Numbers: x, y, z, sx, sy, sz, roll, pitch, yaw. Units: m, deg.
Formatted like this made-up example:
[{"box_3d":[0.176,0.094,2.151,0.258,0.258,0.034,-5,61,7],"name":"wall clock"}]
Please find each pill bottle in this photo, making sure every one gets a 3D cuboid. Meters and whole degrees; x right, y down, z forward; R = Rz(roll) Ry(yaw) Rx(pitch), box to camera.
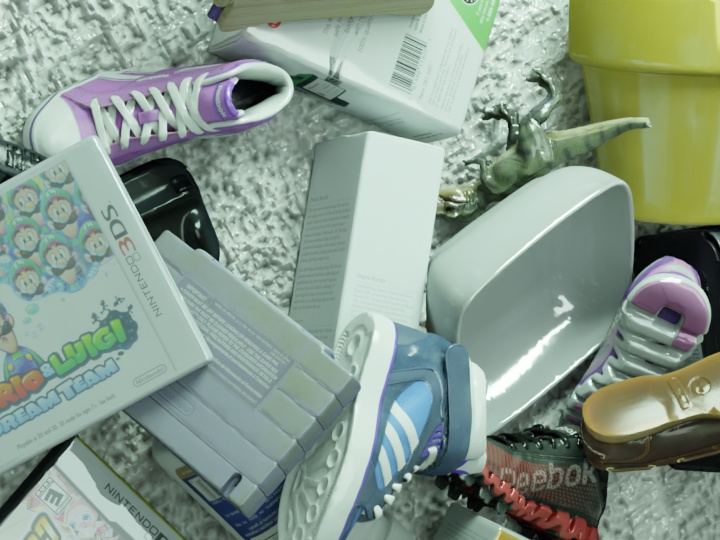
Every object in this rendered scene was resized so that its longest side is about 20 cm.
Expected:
[{"box_3d":[-0.053,0.165,1.637,0.200,0.111,0.111,46,70,-17],"name":"pill bottle"}]

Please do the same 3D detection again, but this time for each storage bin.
[{"box_3d":[0.309,0.061,1.805,0.093,0.135,0.201,-10,92,-26],"name":"storage bin"}]

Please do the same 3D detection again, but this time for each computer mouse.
[{"box_3d":[-0.302,-0.095,1.564,0.199,0.059,0.034,26,60,-18],"name":"computer mouse"}]

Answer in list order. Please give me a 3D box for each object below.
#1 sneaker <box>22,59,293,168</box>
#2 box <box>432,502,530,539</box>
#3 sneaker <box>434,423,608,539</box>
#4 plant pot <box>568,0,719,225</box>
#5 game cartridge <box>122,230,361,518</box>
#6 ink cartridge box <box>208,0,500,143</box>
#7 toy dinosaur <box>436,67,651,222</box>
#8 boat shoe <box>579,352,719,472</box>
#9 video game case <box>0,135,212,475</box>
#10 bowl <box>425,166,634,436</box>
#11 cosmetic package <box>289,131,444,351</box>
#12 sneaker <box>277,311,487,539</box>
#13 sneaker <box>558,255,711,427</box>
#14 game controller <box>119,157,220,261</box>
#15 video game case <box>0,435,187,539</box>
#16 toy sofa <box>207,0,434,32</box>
[{"box_3d":[-0.146,-0.122,1.606,0.200,0.114,0.073,-18,97,-24],"name":"sneaker"},{"box_3d":[0.095,0.303,1.692,0.124,0.097,0.201,27,86,-21],"name":"box"},{"box_3d":[0.131,0.157,1.729,0.200,0.071,0.098,31,79,-40],"name":"sneaker"},{"box_3d":[0.268,-0.140,1.772,0.200,0.201,0.190,-5,102,-26],"name":"plant pot"},{"box_3d":[-0.108,0.070,1.559,0.130,0.200,0.038,-46,152,-12],"name":"game cartridge"},{"box_3d":[-0.002,-0.205,1.695,0.199,0.084,0.147,23,77,-22],"name":"ink cartridge box"},{"box_3d":[0.137,-0.107,1.744,0.047,0.199,0.088,26,44,-55],"name":"toy dinosaur"},{"box_3d":[0.270,0.111,1.702,0.199,0.070,0.071,-10,50,2],"name":"boat shoe"},{"box_3d":[-0.233,0.030,1.541,0.199,0.024,0.183,-28,88,2],"name":"video game case"},{"box_3d":[0.125,0.018,1.716,0.199,0.075,0.200,-37,145,-23],"name":"bowl"},{"box_3d":[0.000,0.000,1.677,0.071,0.101,0.201,12,83,-24],"name":"cosmetic package"},{"box_3d":[0.033,0.142,1.582,0.146,0.080,0.201,28,68,-29],"name":"sneaker"},{"box_3d":[0.228,0.069,1.766,0.080,0.201,0.089,23,32,-2],"name":"sneaker"},{"box_3d":[-0.198,-0.004,1.621,0.200,0.042,0.105,-28,114,-24],"name":"game controller"},{"box_3d":[-0.215,0.253,1.601,0.181,0.025,0.200,46,69,-17],"name":"video game case"},{"box_3d":[-0.025,-0.244,1.605,0.199,0.098,0.083,-8,65,-24],"name":"toy sofa"}]
